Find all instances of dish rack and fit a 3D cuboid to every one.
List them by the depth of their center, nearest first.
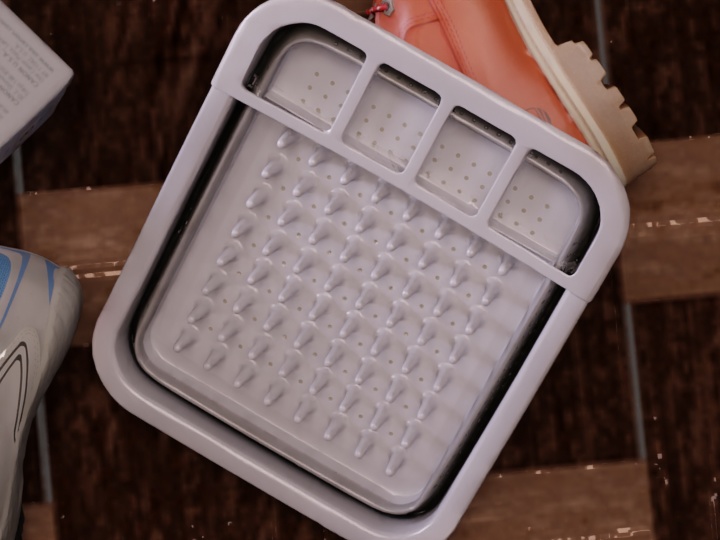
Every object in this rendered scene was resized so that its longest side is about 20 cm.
[{"bbox_3d":[0.000,0.000,1.087,0.171,0.044,0.200,30,113,3],"label":"dish rack"}]

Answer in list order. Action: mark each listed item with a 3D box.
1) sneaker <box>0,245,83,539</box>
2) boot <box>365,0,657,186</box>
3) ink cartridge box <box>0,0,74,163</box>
[{"bbox_3d":[-0.169,0.087,1.097,0.072,0.072,0.200,14,81,2],"label":"sneaker"},{"bbox_3d":[0.024,-0.098,1.118,0.107,0.075,0.200,-34,85,1],"label":"boot"},{"bbox_3d":[-0.237,-0.063,1.057,0.160,0.047,0.200,44,67,-1],"label":"ink cartridge box"}]
